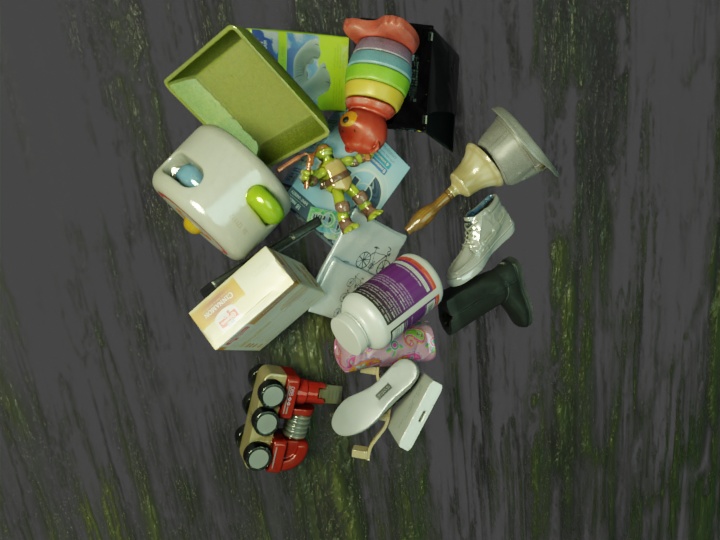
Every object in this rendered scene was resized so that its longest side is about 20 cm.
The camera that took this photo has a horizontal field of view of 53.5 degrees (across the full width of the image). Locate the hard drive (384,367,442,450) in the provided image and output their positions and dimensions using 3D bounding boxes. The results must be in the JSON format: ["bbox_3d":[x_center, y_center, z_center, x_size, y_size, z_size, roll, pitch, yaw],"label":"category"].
[{"bbox_3d":[0.097,0.257,1.363,0.026,0.200,0.132,28,88,-4],"label":"hard drive"}]

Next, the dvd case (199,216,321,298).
[{"bbox_3d":[-0.163,-0.020,1.150,0.200,0.143,0.018,-33,95,-20],"label":"dvd case"}]

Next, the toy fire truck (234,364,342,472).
[{"bbox_3d":[-0.113,0.262,1.287,0.199,0.129,0.177,10,99,-24],"label":"toy fire truck"}]

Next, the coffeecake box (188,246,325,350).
[{"bbox_3d":[-0.154,0.051,1.121,0.153,0.200,0.073,-40,78,4],"label":"coffeecake box"}]

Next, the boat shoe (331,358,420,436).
[{"bbox_3d":[0.035,0.243,1.343,0.200,0.069,0.057,-39,157,5],"label":"boat shoe"}]

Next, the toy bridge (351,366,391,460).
[{"bbox_3d":[0.025,0.279,1.399,0.067,0.027,0.201,7,102,9],"label":"toy bridge"}]

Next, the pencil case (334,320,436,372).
[{"bbox_3d":[0.050,0.142,1.365,0.199,0.087,0.088,-4,106,-31],"label":"pencil case"}]

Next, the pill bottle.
[{"bbox_3d":[0.046,0.063,1.272,0.200,0.112,0.113,-35,120,-27],"label":"pill bottle"}]

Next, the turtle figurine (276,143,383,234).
[{"bbox_3d":[-0.042,-0.142,1.174,0.200,0.064,0.162,-30,95,-39],"label":"turtle figurine"}]

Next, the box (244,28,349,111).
[{"bbox_3d":[-0.115,-0.320,1.146,0.199,0.048,0.122,-7,107,-31],"label":"box"}]

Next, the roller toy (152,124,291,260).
[{"bbox_3d":[-0.210,-0.110,1.067,0.182,0.200,0.140,43,80,-8],"label":"roller toy"}]

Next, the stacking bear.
[{"bbox_3d":[0.020,-0.285,1.141,0.114,0.121,0.201,20,83,-52],"label":"stacking bear"}]

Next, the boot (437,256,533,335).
[{"bbox_3d":[0.259,0.083,1.486,0.200,0.066,0.165,-28,109,-26],"label":"boot"}]

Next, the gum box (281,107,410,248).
[{"bbox_3d":[-0.030,-0.156,1.249,0.170,0.045,0.200,40,81,-34],"label":"gum box"}]

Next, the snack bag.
[{"bbox_3d":[0.000,0.000,1.289,0.188,0.021,0.201,24,95,-52],"label":"snack bag"}]

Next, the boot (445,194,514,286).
[{"bbox_3d":[0.223,-0.065,1.427,0.200,0.073,0.096,-46,117,-23],"label":"boot"}]

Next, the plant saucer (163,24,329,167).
[{"bbox_3d":[-0.161,-0.254,1.053,0.200,0.199,0.048,46,52,-24],"label":"plant saucer"}]

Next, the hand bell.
[{"bbox_3d":[0.164,-0.140,1.367,0.200,0.104,0.104,-40,122,-1],"label":"hand bell"}]

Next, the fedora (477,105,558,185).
[{"bbox_3d":[0.291,-0.225,1.374,0.090,0.177,0.200,-41,161,15],"label":"fedora"}]

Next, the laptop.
[{"bbox_3d":[0.086,-0.324,1.265,0.199,0.116,0.188,5,84,-5],"label":"laptop"}]
